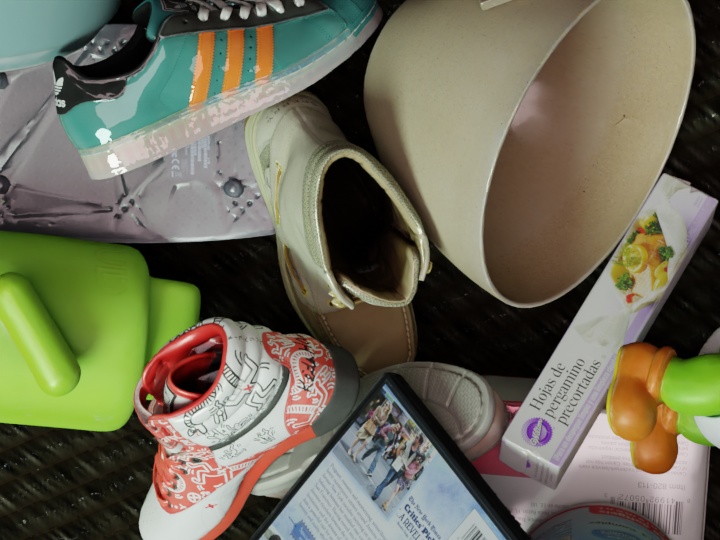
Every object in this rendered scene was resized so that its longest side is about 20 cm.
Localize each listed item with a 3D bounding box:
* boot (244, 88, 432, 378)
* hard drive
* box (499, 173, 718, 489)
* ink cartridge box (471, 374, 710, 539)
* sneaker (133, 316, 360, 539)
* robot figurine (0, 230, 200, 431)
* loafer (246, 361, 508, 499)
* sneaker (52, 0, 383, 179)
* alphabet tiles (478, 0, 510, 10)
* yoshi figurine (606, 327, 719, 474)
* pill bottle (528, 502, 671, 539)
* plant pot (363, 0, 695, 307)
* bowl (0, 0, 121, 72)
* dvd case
[{"bbox_3d":[0.000,0.000,1.068,0.072,0.155,0.200,-25,113,-9],"label":"boot"},{"bbox_3d":[-0.149,-0.086,1.144,0.199,0.042,0.135,1,98,5],"label":"hard drive"},{"bbox_3d":[0.147,0.033,1.078,0.039,0.041,0.200,28,70,15],"label":"box"},{"bbox_3d":[0.134,0.173,1.130,0.146,0.083,0.201,4,99,6],"label":"ink cartridge box"},{"bbox_3d":[-0.102,0.098,1.092,0.108,0.067,0.201,19,132,-38],"label":"sneaker"},{"bbox_3d":[-0.201,0.036,1.116,0.199,0.175,0.116,7,82,-17],"label":"robot figurine"},{"bbox_3d":[0.012,0.105,1.116,0.200,0.063,0.072,-15,54,36],"label":"loafer"},{"bbox_3d":[-0.084,-0.130,1.063,0.200,0.071,0.080,-29,110,-11],"label":"sneaker"},{"bbox_3d":[0.099,-0.223,1.034,0.167,0.200,0.008,-19,134,9],"label":"alphabet tiles"},{"bbox_3d":[0.240,0.093,0.996,0.199,0.112,0.112,-1,113,22],"label":"yoshi figurine"},{"bbox_3d":[0.128,0.202,0.991,0.108,0.200,0.109,1,98,6],"label":"pill bottle"},{"bbox_3d":[0.081,-0.098,1.057,0.134,0.200,0.201,30,102,31],"label":"plant pot"},{"bbox_3d":[-0.217,-0.184,1.077,0.200,0.201,0.105,0,118,7],"label":"bowl"},{"bbox_3d":[-0.001,0.178,1.053,0.200,0.018,0.143,-52,56,20],"label":"dvd case"}]
